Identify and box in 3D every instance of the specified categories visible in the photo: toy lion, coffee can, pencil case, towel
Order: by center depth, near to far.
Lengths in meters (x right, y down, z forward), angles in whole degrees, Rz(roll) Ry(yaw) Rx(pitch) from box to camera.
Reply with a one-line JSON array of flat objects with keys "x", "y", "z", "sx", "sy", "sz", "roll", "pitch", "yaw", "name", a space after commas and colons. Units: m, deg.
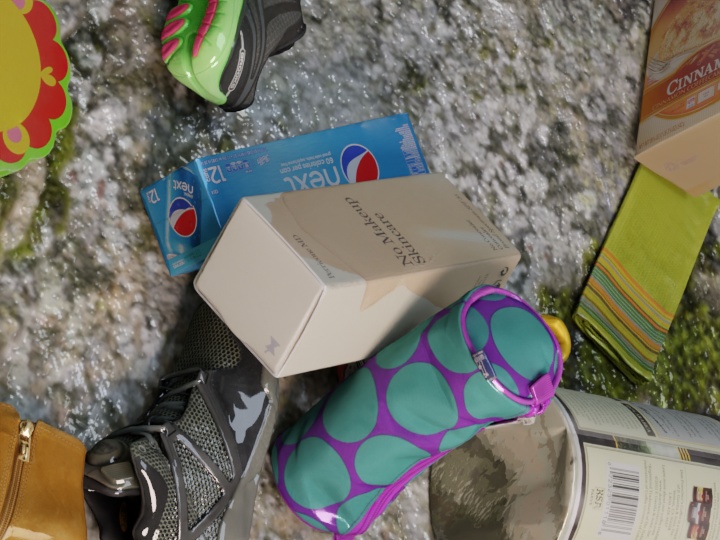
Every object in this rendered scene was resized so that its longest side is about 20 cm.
[{"x": -0.259, "y": -0.110, "z": 1.433, "sx": 0.192, "sy": 0.069, "sz": 0.200, "roll": 25, "pitch": 60, "yaw": -42, "name": "toy lion"}, {"x": 0.034, "y": 0.095, "z": 1.516, "sx": 0.085, "sy": 0.200, "sz": 0.093, "roll": -8, "pitch": 66, "yaw": -52, "name": "pencil case"}, {"x": 0.170, "y": 0.160, "z": 1.649, "sx": 0.200, "sy": 0.146, "sz": 0.147, "roll": 13, "pitch": 67, "yaw": -37, "name": "coffee can"}, {"x": 0.227, "y": -0.009, "z": 1.845, "sx": 0.086, "sy": 0.018, "sz": 0.200, "roll": 44, "pitch": 51, "yaw": -22, "name": "towel"}]

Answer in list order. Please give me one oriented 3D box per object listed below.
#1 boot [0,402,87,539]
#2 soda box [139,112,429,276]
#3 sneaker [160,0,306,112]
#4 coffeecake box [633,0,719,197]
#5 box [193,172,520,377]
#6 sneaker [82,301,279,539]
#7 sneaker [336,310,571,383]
[{"x": -0.252, "y": 0.136, "z": 1.354, "sx": 0.201, "sy": 0.071, "sz": 0.144, "roll": 16, "pitch": 52, "yaw": -27, "name": "boot"}, {"x": -0.046, "y": -0.053, "z": 1.586, "sx": 0.200, "sy": 0.068, "sz": 0.064, "roll": -15, "pitch": 83, "yaw": -43, "name": "soda box"}, {"x": -0.075, "y": -0.191, "z": 1.618, "sx": 0.084, "sy": 0.077, "sz": 0.200, "roll": 52, "pitch": 50, "yaw": -38, "name": "sneaker"}, {"x": 0.305, "y": -0.180, "z": 1.871, "sx": 0.073, "sy": 0.153, "sz": 0.200, "roll": 30, "pitch": 53, "yaw": -28, "name": "coffeecake box"}, {"x": 0.000, "y": 0.000, "z": 1.526, "sx": 0.200, "sy": 0.078, "sz": 0.095, "roll": -11, "pitch": 50, "yaw": -50, "name": "box"}, {"x": -0.116, "y": 0.097, "z": 1.468, "sx": 0.114, "sy": 0.076, "sz": 0.200, "roll": 28, "pitch": 64, "yaw": -39, "name": "sneaker"}, {"x": 0.063, "y": 0.049, "z": 1.637, "sx": 0.200, "sy": 0.082, "sz": 0.078, "roll": -3, "pitch": 78, "yaw": -40, "name": "sneaker"}]
